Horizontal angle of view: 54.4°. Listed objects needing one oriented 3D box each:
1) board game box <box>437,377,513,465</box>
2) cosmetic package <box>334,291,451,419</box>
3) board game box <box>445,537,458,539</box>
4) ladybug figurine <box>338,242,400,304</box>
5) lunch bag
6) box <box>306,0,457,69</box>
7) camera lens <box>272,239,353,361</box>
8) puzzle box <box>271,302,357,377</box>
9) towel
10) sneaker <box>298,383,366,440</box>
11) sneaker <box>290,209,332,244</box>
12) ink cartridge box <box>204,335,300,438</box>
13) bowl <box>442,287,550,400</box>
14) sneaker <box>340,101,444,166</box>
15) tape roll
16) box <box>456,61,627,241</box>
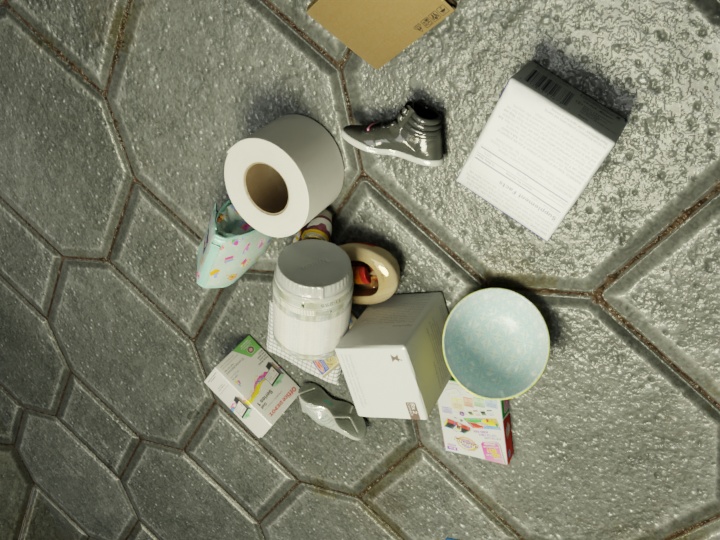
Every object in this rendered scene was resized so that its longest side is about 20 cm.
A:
[{"bbox_3d":[0.242,0.310,1.494,0.150,0.040,0.204,6,121,30],"label":"board game box"},{"bbox_3d":[0.080,0.167,1.401,0.162,0.200,0.168,-5,115,33],"label":"cosmetic package"},{"bbox_3d":[0.310,0.769,1.729,0.193,0.056,0.203,-2,117,34],"label":"board game box"},{"bbox_3d":[0.000,0.000,1.436,0.197,0.072,0.138,1,120,34],"label":"ladybug figurine"},{"bbox_3d":[-0.269,-0.069,1.486,0.121,0.200,0.171,39,133,5],"label":"lunch bag"},{"bbox_3d":[0.030,-0.419,1.116,0.162,0.022,0.199,31,149,-27],"label":"box"},{"bbox_3d":[-0.095,0.063,1.381,0.158,0.160,0.203,22,132,19],"label":"camera lens"},{"bbox_3d":[-0.086,0.108,1.500,0.201,0.132,0.025,52,178,17],"label":"puzzle box"},{"bbox_3d":[-0.115,0.147,1.602,0.197,0.086,0.168,23,130,18],"label":"towel"},{"bbox_3d":[-0.067,0.355,1.718,0.198,0.070,0.081,31,140,22],"label":"sneaker"},{"bbox_3d":[-0.112,-0.050,1.478,0.074,0.091,0.199,31,144,-17],"label":"sneaker"},{"bbox_3d":[-0.264,0.288,1.745,0.200,0.145,0.084,45,133,0],"label":"ink cartridge box"},{"bbox_3d":[0.250,0.142,1.321,0.198,0.202,0.108,32,174,12],"label":"bowl"},{"bbox_3d":[0.060,-0.257,1.240,0.196,0.071,0.101,17,125,17],"label":"sneaker"},{"bbox_3d":[-0.148,-0.186,1.372,0.199,0.139,0.206,17,126,25],"label":"tape roll"},{"bbox_3d":[0.282,-0.187,1.109,0.182,0.105,0.202,35,131,9],"label":"box"}]
